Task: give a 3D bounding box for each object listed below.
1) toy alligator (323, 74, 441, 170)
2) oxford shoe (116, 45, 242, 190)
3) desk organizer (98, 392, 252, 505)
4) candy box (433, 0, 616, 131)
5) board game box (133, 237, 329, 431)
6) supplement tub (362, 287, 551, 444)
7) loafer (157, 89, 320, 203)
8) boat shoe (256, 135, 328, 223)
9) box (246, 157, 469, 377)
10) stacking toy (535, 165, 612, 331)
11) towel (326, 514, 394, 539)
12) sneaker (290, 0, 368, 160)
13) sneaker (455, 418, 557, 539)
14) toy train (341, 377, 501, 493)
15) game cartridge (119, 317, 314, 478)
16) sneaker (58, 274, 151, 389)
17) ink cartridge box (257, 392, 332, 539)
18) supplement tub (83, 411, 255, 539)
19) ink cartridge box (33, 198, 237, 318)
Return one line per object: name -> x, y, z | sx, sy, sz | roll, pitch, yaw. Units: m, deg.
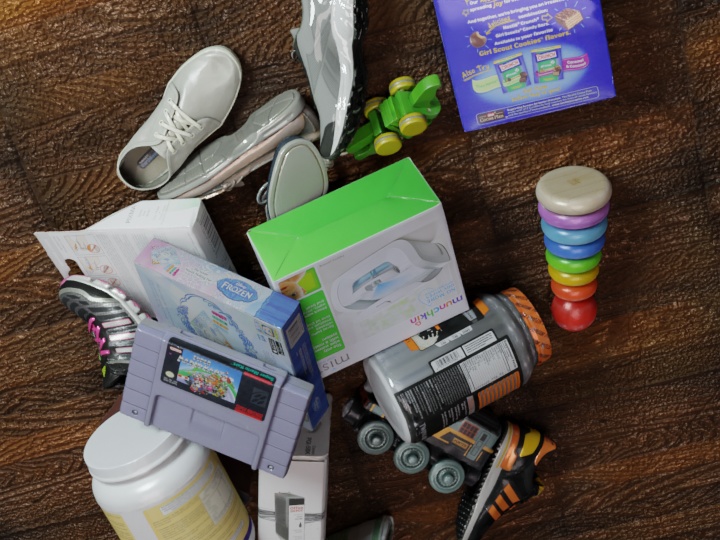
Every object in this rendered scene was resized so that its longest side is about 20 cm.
toy alligator -> 0.027, -0.153, 1.357 | 0.054, 0.060, 0.200 | 12, 143, -44
oxford shoe -> -0.199, -0.159, 1.346 | 0.075, 0.058, 0.200 | 39, 109, -15
desk organizer -> -0.235, 0.239, 1.547 | 0.200, 0.077, 0.072 | 32, 113, -16
candy box -> 0.166, -0.266, 1.281 | 0.168, 0.077, 0.201 | -12, 119, 7
board game box -> -0.140, 0.073, 1.360 | 0.198, 0.043, 0.200 | 22, 148, 24
supplement tub -> 0.114, 0.106, 1.432 | 0.199, 0.123, 0.123 | -27, 118, -12
loafer -> -0.132, -0.120, 1.364 | 0.200, 0.072, 0.063 | -33, 121, 13
boat shoe -> -0.073, -0.073, 1.371 | 0.075, 0.062, 0.201 | -20, 135, -12
box -> 0.000, 0.000, 1.363 | 0.199, 0.097, 0.177 | -24, 135, -6
stacking toy -> 0.249, -0.017, 1.421 | 0.085, 0.086, 0.201 | -7, 125, 3
towel -> -0.051, 0.391, 1.590 | 0.199, 0.149, 0.031 | -25, 101, 13
sneaker -> -0.035, -0.218, 1.306 | 0.079, 0.074, 0.201 | 4, 104, 12
sneaker -> 0.187, 0.288, 1.581 | 0.090, 0.070, 0.201 | 16, 115, -6
toy train -> 0.078, 0.192, 1.528 | 0.199, 0.085, 0.114 | 30, 101, -12
game cartridge -> -0.157, 0.138, 1.322 | 0.199, 0.038, 0.130 | 21, 128, 5
sneaker -> -0.277, 0.088, 1.403 | 0.200, 0.088, 0.074 | 40, 153, 1
ink cartridge box -> -0.082, 0.270, 1.527 | 0.082, 0.147, 0.201 | 3, 117, 0
supplement tub -> -0.223, 0.265, 1.435 | 0.145, 0.146, 0.201 | -18, 117, 9
ink cartridge box -> -0.250, -0.010, 1.416 | 0.199, 0.050, 0.161 | 0, 140, 20
